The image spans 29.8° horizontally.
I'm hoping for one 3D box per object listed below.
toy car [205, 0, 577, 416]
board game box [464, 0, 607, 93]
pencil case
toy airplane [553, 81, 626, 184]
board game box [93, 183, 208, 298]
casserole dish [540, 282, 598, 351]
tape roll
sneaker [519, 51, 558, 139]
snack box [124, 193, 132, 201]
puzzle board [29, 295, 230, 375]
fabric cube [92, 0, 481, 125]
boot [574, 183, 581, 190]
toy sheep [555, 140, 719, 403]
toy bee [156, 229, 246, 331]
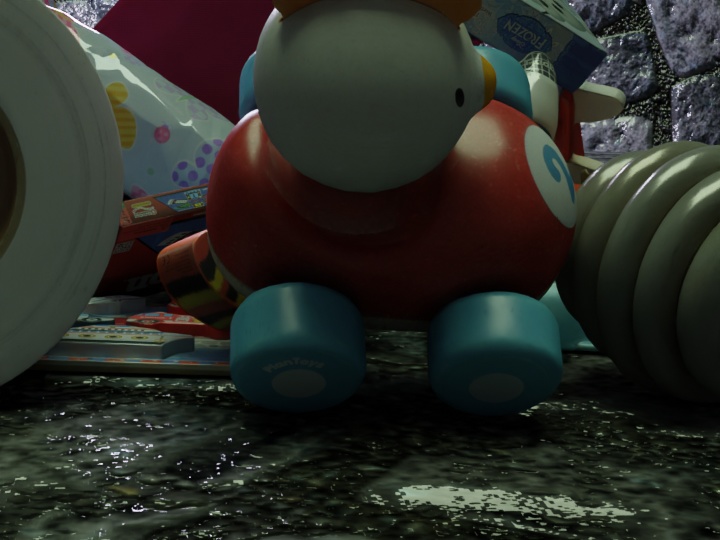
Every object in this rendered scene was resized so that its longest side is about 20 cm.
[{"bbox_3d":[0.019,-0.065,0.590,0.175,0.186,0.201,2,-35,-4],"label":"toy car"},{"bbox_3d":[0.062,-0.233,0.977,0.198,0.043,0.201,24,28,-34],"label":"board game box"},{"bbox_3d":[-0.158,-0.101,0.891,0.199,0.083,0.091,35,8,4],"label":"pencil case"},{"bbox_3d":[0.141,-0.063,1.044,0.198,0.142,0.199,33,-23,-27],"label":"toy airplane"},{"bbox_3d":[-0.078,-0.027,0.857,0.199,0.020,0.103,-15,-21,-34],"label":"board game box"},{"bbox_3d":[0.109,0.014,0.861,0.120,0.039,0.200,-3,11,-27],"label":"casserole dish"},{"bbox_3d":[-0.224,-0.046,0.626,0.201,0.205,0.139,-2,10,-28],"label":"tape roll"},{"bbox_3d":[0.070,-0.086,0.975,0.076,0.081,0.199,25,-30,-32],"label":"sneaker"},{"bbox_3d":[-0.236,-0.045,0.838,0.142,0.053,0.200,33,21,3],"label":"snack box"},{"bbox_3d":[-0.097,0.034,0.752,0.198,0.018,0.151,1,8,-2],"label":"puzzle board"},{"bbox_3d":[-0.050,-0.175,1.035,0.196,0.199,0.200,46,18,3],"label":"fabric cube"},{"bbox_3d":[0.098,-0.058,0.857,0.198,0.108,0.075,1,9,-16],"label":"boot"},{"bbox_3d":[0.171,0.003,0.659,0.137,0.139,0.200,-4,16,-33],"label":"toy sheep"},{"bbox_3d":[-0.012,-0.014,0.747,0.199,0.109,0.131,-35,12,-21],"label":"toy bee"}]
